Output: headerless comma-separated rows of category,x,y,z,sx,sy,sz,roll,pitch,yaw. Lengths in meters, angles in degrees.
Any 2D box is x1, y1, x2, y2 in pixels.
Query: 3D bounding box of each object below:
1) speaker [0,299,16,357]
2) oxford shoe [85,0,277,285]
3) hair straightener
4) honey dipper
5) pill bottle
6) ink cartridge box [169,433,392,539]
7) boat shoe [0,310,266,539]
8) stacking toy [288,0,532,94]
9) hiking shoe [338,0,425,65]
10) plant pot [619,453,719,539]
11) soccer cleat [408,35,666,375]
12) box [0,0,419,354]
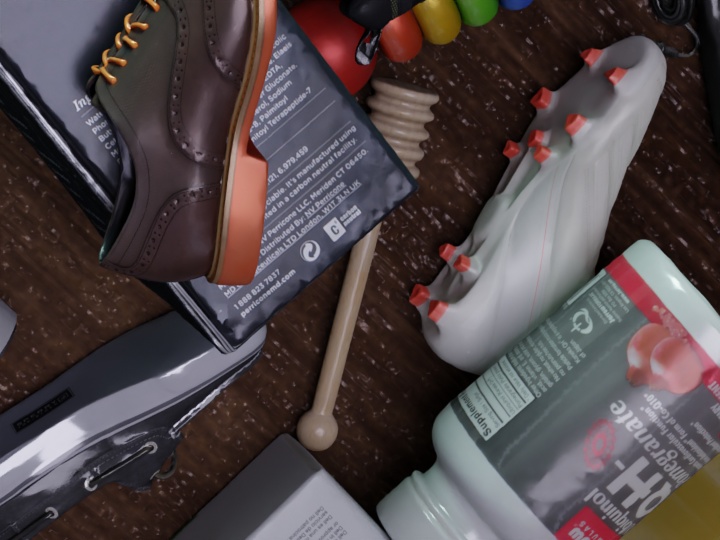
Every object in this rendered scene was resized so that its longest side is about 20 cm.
speaker,-0.263,-0.015,1.190,0.081,0.081,0.200,-46,110,-3
oxford shoe,-0.076,-0.091,1.023,0.072,0.071,0.201,-1,101,-13
hair straightener,0.178,-0.137,1.312,0.077,0.041,0.201,-21,107,-11
honey dipper,0.000,0.000,1.293,0.038,0.038,0.201,10,100,-18
pill bottle,0.108,0.087,1.270,0.200,0.111,0.111,-41,110,5
ink cartridge box,-0.018,0.210,1.307,0.147,0.083,0.200,-43,109,-4
boat shoe,-0.128,0.087,1.260,0.200,0.070,0.066,-32,116,-7
stacking toy,0.046,-0.148,1.255,0.200,0.085,0.086,-33,109,-2
hiking shoe,-0.039,-0.191,1.151,0.200,0.076,0.101,43,81,-9
plant pot,0.209,0.187,1.313,0.200,0.189,0.202,-3,103,-14
soccer cleat,0.106,-0.032,1.304,0.077,0.069,0.200,31,99,-25
box,-0.100,-0.089,1.158,0.124,0.200,0.197,-42,110,-6
